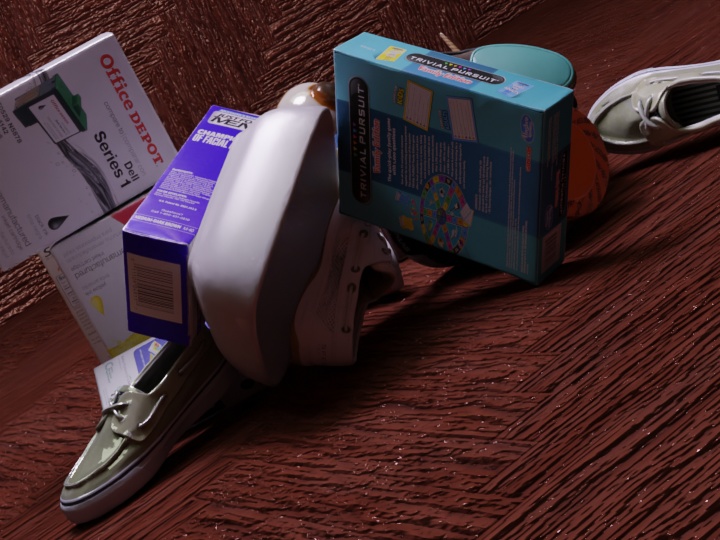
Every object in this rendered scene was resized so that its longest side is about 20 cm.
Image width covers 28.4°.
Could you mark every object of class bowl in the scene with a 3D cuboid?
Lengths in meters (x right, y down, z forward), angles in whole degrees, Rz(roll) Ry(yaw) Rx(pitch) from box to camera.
[{"bbox_3d":[-0.081,-0.022,1.172,0.200,0.074,0.202,83,-157,-64],"label":"bowl"}]

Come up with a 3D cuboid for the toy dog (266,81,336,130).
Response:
[{"bbox_3d":[-0.041,-0.139,1.798,0.139,0.201,0.194,-24,10,27],"label":"toy dog"}]

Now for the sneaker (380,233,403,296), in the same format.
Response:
[{"bbox_3d":[-0.042,-0.003,1.395,0.104,0.076,0.200,-31,28,-20],"label":"sneaker"}]

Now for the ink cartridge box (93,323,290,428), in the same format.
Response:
[{"bbox_3d":[-0.142,0.085,1.291,0.199,0.039,0.100,-29,43,4],"label":"ink cartridge box"}]

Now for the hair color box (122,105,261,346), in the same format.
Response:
[{"bbox_3d":[-0.136,-0.042,1.226,0.064,0.110,0.201,12,40,10],"label":"hair color box"}]

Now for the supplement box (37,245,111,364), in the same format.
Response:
[{"bbox_3d":[-0.253,0.035,1.504,0.073,0.201,0.126,-27,9,6],"label":"supplement box"}]

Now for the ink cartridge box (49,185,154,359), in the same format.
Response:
[{"bbox_3d":[-0.184,0.025,1.370,0.144,0.201,0.083,-27,13,3],"label":"ink cartridge box"}]

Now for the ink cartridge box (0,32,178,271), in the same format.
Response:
[{"bbox_3d":[-0.285,-0.114,1.333,0.199,0.147,0.084,-32,15,-11],"label":"ink cartridge box"}]

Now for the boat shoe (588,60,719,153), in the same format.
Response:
[{"bbox_3d":[0.281,-0.151,1.277,0.199,0.073,0.062,-16,4,43],"label":"boat shoe"}]

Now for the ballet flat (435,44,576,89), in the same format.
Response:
[{"bbox_3d":[0.094,-0.166,1.288,0.197,0.069,0.069,2,-26,3],"label":"ballet flat"}]

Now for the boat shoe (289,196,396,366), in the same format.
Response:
[{"bbox_3d":[0.000,0.000,1.234,0.069,0.071,0.202,9,59,16],"label":"boat shoe"}]

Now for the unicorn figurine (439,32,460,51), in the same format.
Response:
[{"bbox_3d":[0.128,-0.155,1.421,0.199,0.074,0.138,18,74,54],"label":"unicorn figurine"}]

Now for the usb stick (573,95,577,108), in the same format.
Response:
[{"bbox_3d":[0.188,-0.126,1.371,0.055,0.033,0.200,-44,-13,0],"label":"usb stick"}]

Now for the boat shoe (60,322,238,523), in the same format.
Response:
[{"bbox_3d":[-0.185,0.123,1.188,0.072,0.062,0.200,-1,39,49],"label":"boat shoe"}]

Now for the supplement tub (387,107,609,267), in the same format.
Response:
[{"bbox_3d":[0.118,-0.076,1.261,0.122,0.123,0.199,-35,12,-35],"label":"supplement tub"}]

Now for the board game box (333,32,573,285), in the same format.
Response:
[{"bbox_3d":[0.071,-0.092,1.140,0.199,0.152,0.047,22,39,32],"label":"board game box"}]

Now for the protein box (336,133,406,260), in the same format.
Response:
[{"bbox_3d":[0.075,-0.125,1.590,0.199,0.136,0.198,-30,10,-8],"label":"protein box"}]
